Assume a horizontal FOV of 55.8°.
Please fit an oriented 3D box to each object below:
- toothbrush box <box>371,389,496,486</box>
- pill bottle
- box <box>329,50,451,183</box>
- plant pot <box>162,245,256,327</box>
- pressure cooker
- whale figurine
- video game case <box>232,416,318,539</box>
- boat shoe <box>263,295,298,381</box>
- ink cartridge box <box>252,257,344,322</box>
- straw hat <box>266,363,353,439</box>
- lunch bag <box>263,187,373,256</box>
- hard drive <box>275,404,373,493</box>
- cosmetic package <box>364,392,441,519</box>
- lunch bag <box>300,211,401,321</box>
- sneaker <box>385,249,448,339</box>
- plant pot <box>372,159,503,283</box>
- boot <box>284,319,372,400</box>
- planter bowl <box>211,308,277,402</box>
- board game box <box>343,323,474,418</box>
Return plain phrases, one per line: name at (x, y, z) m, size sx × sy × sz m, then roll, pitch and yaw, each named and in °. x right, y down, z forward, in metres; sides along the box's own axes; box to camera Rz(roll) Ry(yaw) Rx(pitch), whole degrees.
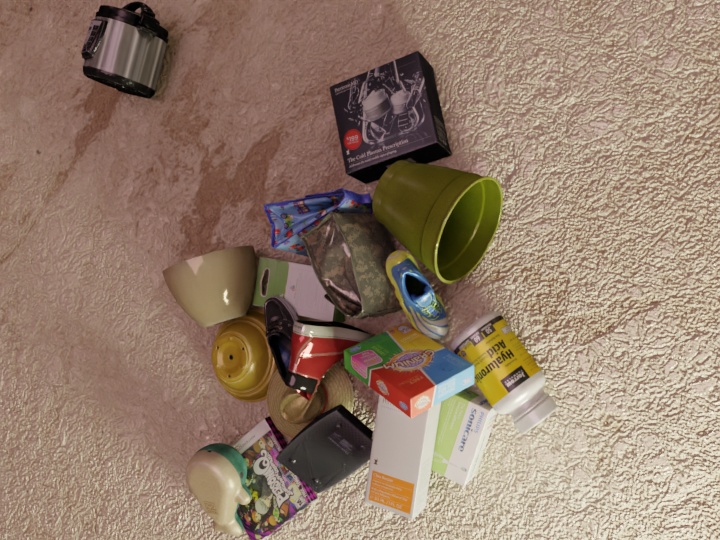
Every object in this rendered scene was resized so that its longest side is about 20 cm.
toothbrush box at (0.139, 0.283, 1.272) m, size 0.197 × 0.086 × 0.149 m, roll 21°, pitch 97°, yaw 25°
pill bottle at (0.259, 0.183, 1.212) m, size 0.111 × 0.111 × 0.202 m, roll -40°, pitch 73°, yaw 16°
box at (0.058, -0.295, 1.336) m, size 0.196 × 0.104 × 0.187 m, roll -16°, pitch 79°, yaw 22°
plant pot at (-0.303, 0.042, 1.432) m, size 0.197 × 0.200 × 0.138 m, roll -18°, pitch 87°, yaw 22°
pressure cooker at (-0.542, -0.524, 1.585) m, size 0.172 × 0.179 × 0.204 m, roll 17°, pitch 94°, yaw 4°
whale figurine at (-0.286, 0.455, 1.424) m, size 0.156 × 0.104 × 0.204 m, roll 0°, pitch 112°, yaw 26°
video game case at (-0.208, 0.447, 1.446) m, size 0.181 × 0.036 × 0.202 m, roll -40°, pitch 72°, yaw 19°
boat shoe at (-0.158, 0.138, 1.350) m, size 0.069 × 0.066 × 0.204 m, roll -28°, pitch 66°, yaw 20°
ink cartridge box at (-0.123, 0.039, 1.420) m, size 0.196 × 0.059 × 0.107 m, roll 9°, pitch 91°, yaw 25°
straw hat at (-0.117, 0.266, 1.374) m, size 0.196 × 0.085 × 0.207 m, roll 0°, pitch 90°, yaw 17°
lunch bag at (-0.067, -0.107, 1.353) m, size 0.196 × 0.150 × 0.096 m, roll -19°, pitch 77°, yaw 22°
hard drive at (-0.062, 0.350, 1.340) m, size 0.134 × 0.043 × 0.200 m, roll 41°, pitch 120°, yaw -12°
cosmetic package at (0.075, 0.323, 1.217) m, size 0.099 × 0.071 × 0.205 m, roll 9°, pitch 95°, yaw 25°
lunch bag at (0.000, 0.000, 1.302) m, size 0.117 × 0.162 × 0.203 m, roll -34°, pitch 72°, yaw 34°
sneaker at (0.109, 0.062, 1.247) m, size 0.075 × 0.105 × 0.202 m, roll -33°, pitch 111°, yaw 5°
plant pot at (0.129, -0.111, 1.260) m, size 0.191 × 0.199 × 0.204 m, roll 31°, pitch 99°, yaw 34°
boot at (-0.061, 0.176, 1.316) m, size 0.072 × 0.197 × 0.148 m, roll 13°, pitch 94°, yaw 45°
planter bowl at (-0.258, 0.184, 1.459) m, size 0.196 × 0.083 × 0.206 m, roll -2°, pitch 85°, yaw 24°
board game box at (0.085, 0.174, 1.227) m, size 0.199 × 0.151 × 0.041 m, roll 27°, pitch 129°, yaw 48°
